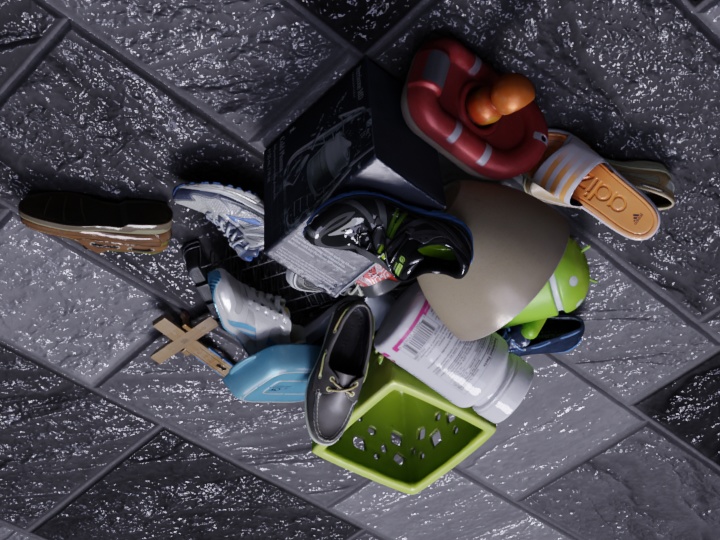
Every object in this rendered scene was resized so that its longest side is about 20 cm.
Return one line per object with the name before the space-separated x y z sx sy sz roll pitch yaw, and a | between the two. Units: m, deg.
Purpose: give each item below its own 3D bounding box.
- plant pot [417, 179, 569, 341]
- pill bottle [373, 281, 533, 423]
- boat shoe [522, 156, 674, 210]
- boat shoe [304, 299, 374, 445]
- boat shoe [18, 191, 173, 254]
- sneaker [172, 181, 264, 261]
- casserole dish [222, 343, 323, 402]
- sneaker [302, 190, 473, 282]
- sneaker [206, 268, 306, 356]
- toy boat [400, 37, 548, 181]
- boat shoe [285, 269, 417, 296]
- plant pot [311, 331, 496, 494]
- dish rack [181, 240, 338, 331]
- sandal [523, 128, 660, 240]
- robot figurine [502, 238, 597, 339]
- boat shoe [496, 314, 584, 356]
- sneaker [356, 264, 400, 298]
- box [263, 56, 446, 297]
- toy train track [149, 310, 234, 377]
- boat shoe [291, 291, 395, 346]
plant pot | 0.138 -0.034 1.473 0.134 0.200 0.200 41 120 -17
pill bottle | 0.128 0.114 1.621 0.200 0.113 0.113 36 124 -10
boat shoe | 0.316 -0.107 1.573 0.199 0.076 0.072 -2 134 -2
boat shoe | -0.028 0.137 1.622 0.072 0.202 0.061 14 171 -12
boat shoe | -0.349 -0.053 1.578 0.199 0.072 0.068 7 132 -10
sneaker | -0.151 -0.059 1.553 0.200 0.085 0.077 17 175 -9
casserole dish | -0.101 0.148 1.679 0.121 0.039 0.200 -36 154 28
sneaker | 0.035 -0.034 1.340 0.199 0.083 0.071 11 132 -14
sneaker | -0.144 0.055 1.631 0.081 0.077 0.200 -25 139 8
toy boat | 0.154 -0.196 1.423 0.200 0.131 0.131 32 152 -31
boat shoe | 0.000 0.000 1.623 0.200 0.064 0.071 -9 127 -21
plant pot | 0.057 0.182 1.758 0.199 0.182 0.200 27 126 -27
dish rack | -0.132 0.007 1.668 0.200 0.055 0.154 -16 134 9
sandal | 0.291 -0.112 1.518 0.206 0.059 0.079 34 99 8
robot figurine | 0.225 0.013 1.654 0.200 0.116 0.176 -14 139 10
boat shoe | 0.230 0.084 1.755 0.200 0.084 0.069 -10 154 -14
sneaker | 0.059 -0.064 1.567 0.201 0.067 0.108 -39 116 -9
box | -0.012 -0.113 1.458 0.124 0.200 0.197 34 123 -31
toy train track | -0.235 0.113 1.778 0.115 0.033 0.200 -33 134 15
boat shoe | -0.037 0.072 1.725 0.200 0.066 0.070 -36 123 21
